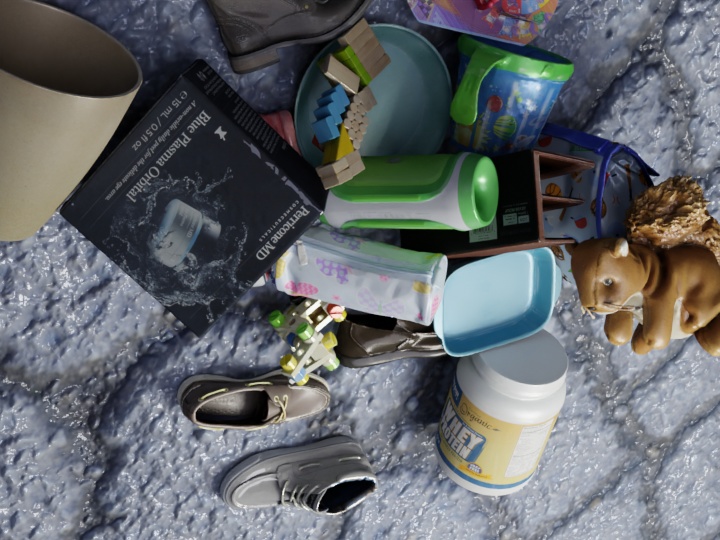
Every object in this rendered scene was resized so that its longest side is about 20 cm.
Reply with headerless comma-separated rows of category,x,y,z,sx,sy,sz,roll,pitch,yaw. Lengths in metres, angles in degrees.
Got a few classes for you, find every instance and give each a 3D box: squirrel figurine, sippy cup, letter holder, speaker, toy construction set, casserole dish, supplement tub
squirrel figurine,0.325,-0.011,1.233,0.185,0.141,0.202,23,83,-25
sippy cup,0.165,-0.196,1.262,0.176,0.140,0.132,6,110,-25
letter holder,0.162,-0.069,1.256,0.141,0.199,0.102,1,84,-46
speaker,0.047,-0.086,1.186,0.088,0.198,0.090,-5,96,-60
toy construction set,-0.024,0.049,1.296,0.199,0.131,0.093,-28,122,-9
casserole dish,0.162,0.032,1.335,0.198,0.039,0.123,-14,115,-28
supplement tub,0.184,0.178,1.412,0.143,0.145,0.202,-4,130,-21

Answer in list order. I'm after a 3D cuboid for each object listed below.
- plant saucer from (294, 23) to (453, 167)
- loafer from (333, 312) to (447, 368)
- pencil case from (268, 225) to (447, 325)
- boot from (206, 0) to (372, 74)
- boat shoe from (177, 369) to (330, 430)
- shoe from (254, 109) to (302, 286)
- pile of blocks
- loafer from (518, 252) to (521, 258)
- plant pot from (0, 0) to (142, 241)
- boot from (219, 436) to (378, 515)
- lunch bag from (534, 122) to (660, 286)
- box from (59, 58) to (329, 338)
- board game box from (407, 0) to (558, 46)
plant saucer,0.012,-0.190,1.260,0.198,0.036,0.202,-9,116,-19
loafer,0.061,0.070,1.375,0.198,0.073,0.072,-13,118,-18
pencil case,0.000,0.000,1.228,0.198,0.084,0.091,14,145,11
boot,-0.094,-0.318,1.138,0.199,0.069,0.175,-29,121,-7
boat shoe,-0.125,0.165,1.347,0.198,0.060,0.073,3,111,-24
shoe,-0.104,-0.082,1.237,0.090,0.072,0.202,-14,113,-11
pile of blocks,-0.030,-0.175,1.155,0.082,0.062,0.202,34,56,-35
loafer,0.189,0.040,1.423,0.071,0.063,0.202,-19,119,-16
plant pot,-0.337,-0.137,1.068,0.186,0.188,0.201,13,122,-27
boot,-0.077,0.278,1.397,0.198,0.096,0.074,-17,118,-16
lunch bag,0.282,-0.086,1.340,0.123,0.170,0.201,-33,121,-19
box,-0.168,-0.076,1.135,0.200,0.118,0.197,43,104,-12
board game box,0.145,-0.345,1.211,0.198,0.039,0.160,10,95,-16
